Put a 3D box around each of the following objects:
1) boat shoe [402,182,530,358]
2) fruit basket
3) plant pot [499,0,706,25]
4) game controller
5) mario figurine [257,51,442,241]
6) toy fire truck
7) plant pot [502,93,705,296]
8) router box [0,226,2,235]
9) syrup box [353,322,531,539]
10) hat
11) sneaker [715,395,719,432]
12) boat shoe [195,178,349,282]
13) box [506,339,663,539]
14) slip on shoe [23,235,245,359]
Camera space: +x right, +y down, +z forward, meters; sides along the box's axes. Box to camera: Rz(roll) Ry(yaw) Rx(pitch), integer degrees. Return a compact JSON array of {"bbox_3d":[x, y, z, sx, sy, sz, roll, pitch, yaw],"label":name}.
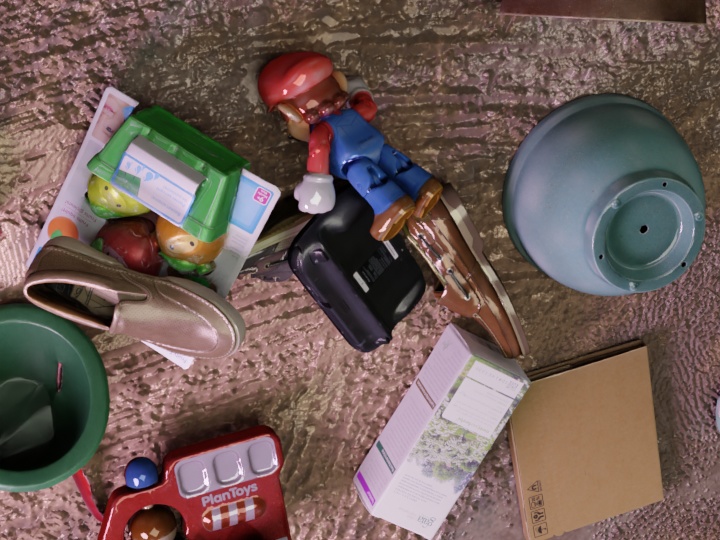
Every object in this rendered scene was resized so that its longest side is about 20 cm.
[{"bbox_3d":[0.101,0.010,1.716,0.068,0.072,0.200,-29,109,1],"label":"boat shoe"},{"bbox_3d":[-0.192,-0.036,1.556,0.185,0.094,0.200,33,106,7],"label":"fruit basket"},{"bbox_3d":[0.223,-0.325,1.557,0.186,0.187,0.201,0,99,-18],"label":"plant pot"},{"bbox_3d":[0.000,0.000,1.653,0.104,0.042,0.200,-55,145,-15],"label":"game controller"},{"bbox_3d":[-0.021,-0.113,1.580,0.106,0.123,0.200,-45,77,15],"label":"mario figurine"},{"bbox_3d":[-0.166,0.248,1.709,0.199,0.112,0.168,-13,110,-12],"label":"toy fire truck"},{"bbox_3d":[0.255,-0.058,1.693,0.200,0.134,0.201,-6,114,-15],"label":"plant pot"},{"bbox_3d":[-0.430,-0.093,1.506,0.179,0.049,0.200,-21,118,-8],"label":"router box"},{"bbox_3d":[0.081,0.165,1.765,0.079,0.081,0.200,26,103,-24],"label":"syrup box"},{"bbox_3d":[-0.325,0.148,1.665,0.165,0.176,0.201,-7,77,-13],"label":"hat"},{"bbox_3d":[0.470,0.122,1.836,0.078,0.140,0.200,32,100,-27],"label":"sneaker"},{"bbox_3d":[-0.081,-0.019,1.638,0.200,0.072,0.066,-26,113,-10],"label":"boat shoe"},{"bbox_3d":[0.240,0.185,1.858,0.163,0.021,0.201,-16,117,-11],"label":"box"},{"bbox_3d":[-0.201,0.034,1.525,0.200,0.061,0.076,26,127,3],"label":"slip on shoe"}]
